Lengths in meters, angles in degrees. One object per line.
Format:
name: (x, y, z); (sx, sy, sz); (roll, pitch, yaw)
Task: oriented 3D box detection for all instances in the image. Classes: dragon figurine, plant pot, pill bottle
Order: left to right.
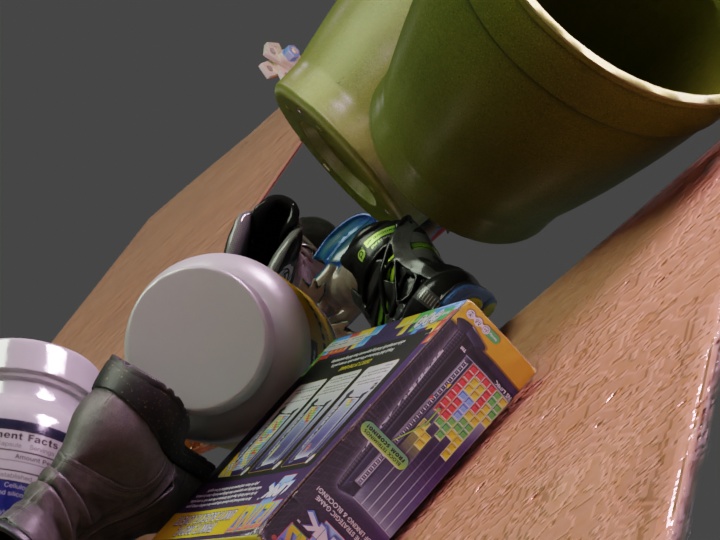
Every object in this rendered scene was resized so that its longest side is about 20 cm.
pill bottle: (-0.220, 0.150, 1.486); (0.116, 0.115, 0.201); (-33, 42, 47)
pill bottle: (-0.078, 0.049, 1.415); (0.111, 0.111, 0.200); (-42, -10, 2)
dragon figurine: (0.000, 0.000, 1.641); (0.200, 0.059, 0.100); (-38, 10, 24)
plant pot: (0.053, -0.133, 1.550); (0.193, 0.201, 0.200); (-42, 9, -7)
plant pot: (0.104, -0.121, 1.355); (0.193, 0.200, 0.201); (-48, 3, 45)

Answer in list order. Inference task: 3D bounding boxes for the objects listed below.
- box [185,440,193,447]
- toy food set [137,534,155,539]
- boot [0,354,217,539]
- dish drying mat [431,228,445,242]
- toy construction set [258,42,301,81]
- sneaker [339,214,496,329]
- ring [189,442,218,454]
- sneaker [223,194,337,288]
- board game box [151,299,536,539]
box: (-0.134, 0.109, 1.792); (0.200, 0.042, 0.119); (-34, 12, 33)
toy food set: (-0.226, 0.227, 1.610); (0.200, 0.049, 0.198); (-46, 9, -16)
boot: (-0.142, 0.143, 1.331); (0.132, 0.070, 0.200); (-54, -30, -19)
dish drying mat: (0.070, -0.054, 1.717); (0.200, 0.018, 0.077); (-41, 10, 12)
toy construction set: (-0.030, -0.291, 3.046); (0.199, 0.092, 0.131); (-24, 19, 33)
sneaker: (0.025, 0.013, 1.398); (0.071, 0.083, 0.200); (-43, 9, -1)
ring: (-0.183, 0.144, 1.646); (0.199, 0.019, 0.200); (-21, -2, -1)
sneaker: (-0.051, -0.014, 1.729); (0.200, 0.075, 0.116); (-57, -18, -54)
board game box: (-0.014, 0.101, 1.251); (0.165, 0.057, 0.200); (-48, 10, -19)
